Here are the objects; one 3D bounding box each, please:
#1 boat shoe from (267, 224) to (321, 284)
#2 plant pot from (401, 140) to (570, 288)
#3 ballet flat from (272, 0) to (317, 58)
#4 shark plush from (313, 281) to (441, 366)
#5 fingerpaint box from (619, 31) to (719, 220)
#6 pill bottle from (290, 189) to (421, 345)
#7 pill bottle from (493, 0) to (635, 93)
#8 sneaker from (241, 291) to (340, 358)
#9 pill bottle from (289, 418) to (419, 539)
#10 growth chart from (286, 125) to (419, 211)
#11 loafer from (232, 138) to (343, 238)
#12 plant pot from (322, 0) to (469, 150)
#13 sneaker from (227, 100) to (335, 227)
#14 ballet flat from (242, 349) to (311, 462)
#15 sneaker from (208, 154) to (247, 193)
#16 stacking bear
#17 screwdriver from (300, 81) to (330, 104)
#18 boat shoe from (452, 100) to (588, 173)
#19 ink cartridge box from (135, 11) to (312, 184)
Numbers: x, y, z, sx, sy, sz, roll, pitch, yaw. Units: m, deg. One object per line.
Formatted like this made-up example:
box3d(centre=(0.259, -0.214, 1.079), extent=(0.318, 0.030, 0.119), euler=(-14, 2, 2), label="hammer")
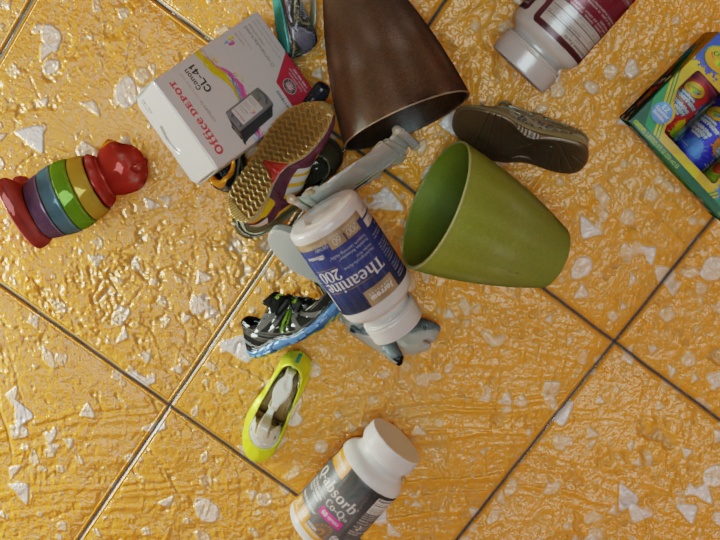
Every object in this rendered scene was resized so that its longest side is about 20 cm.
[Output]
box3d(centre=(-0.042, -0.019, 1.437), extent=(0.198, 0.064, 0.071), euler=(29, 139, -8), label="boat shoe")
box3d(centre=(0.187, -0.053, 1.364), extent=(0.198, 0.187, 0.189), euler=(23, 104, -17), label="plant pot")
box3d(centre=(-0.101, -0.402, 1.360), extent=(0.071, 0.072, 0.203), euler=(-13, 102, 7), label="ballet flat")
box3d(centre=(0.019, 0.069, 1.469), extent=(0.198, 0.091, 0.084), euler=(31, 84, 18), label="shark plush")
box3d(centre=(0.492, -0.198, 1.347), extent=(0.167, 0.073, 0.200), euler=(-44, 96, 12), label="fingerpaint box")
box3d(centre=(0.000, 0.000, 1.335), extent=(0.110, 0.111, 0.201), euler=(-31, 109, 10), label="pill bottle")
box3d(centre=(0.280, -0.346, 1.310), extent=(0.114, 0.114, 0.200), euler=(41, 103, -5), label="pill bottle")
box3d(centre=(-0.103, 0.065, 1.439), extent=(0.198, 0.071, 0.084), euler=(-26, 88, 30), label="sneaker")
box3d(centre=(-0.008, 0.330, 1.483), extent=(0.116, 0.116, 0.201), euler=(39, 103, -5), label="pill bottle")
box3d(centre=(-0.005, -0.136, 1.363), extent=(0.199, 0.145, 0.018), euler=(-33, 79, 3), label="growth chart")
box3d(centre=(-0.112, -0.120, 1.415), extent=(0.200, 0.067, 0.076), euler=(-42, 96, 12), label="loafer")
box3d(centre=(0.027, -0.294, 1.324), extent=(0.185, 0.187, 0.203), euler=(-23, 86, 9), label="plant pot")
box3d(centre=(-0.099, -0.146, 1.332), extent=(0.200, 0.090, 0.075), euler=(-47, 71, 12), label="sneaker")
box3d(centre=(-0.135, 0.214, 1.492), extent=(0.066, 0.067, 0.202), euler=(25, 104, -2), label="ballet flat")
box3d(centre=(-0.209, -0.208, 1.399), extent=(0.077, 0.077, 0.203), euler=(-15, 100, 10), label="sneaker")
box3d(centre=(-0.405, -0.123, 1.421), extent=(0.198, 0.121, 0.115), euler=(-25, 98, 2), label="stacking bear")
box3d(centre=(-0.104, -0.181, 1.355), extent=(0.029, 0.028, 0.200), euler=(30, 117, -22), label="screwdriver")
box3d(centre=(0.227, -0.193, 1.383), extent=(0.197, 0.063, 0.074), euler=(20, 130, 2), label="boat shoe")
box3d(centre=(-0.181, -0.236, 1.333), extent=(0.200, 0.085, 0.148), euler=(-43, 102, -31), label="ink cartridge box")
